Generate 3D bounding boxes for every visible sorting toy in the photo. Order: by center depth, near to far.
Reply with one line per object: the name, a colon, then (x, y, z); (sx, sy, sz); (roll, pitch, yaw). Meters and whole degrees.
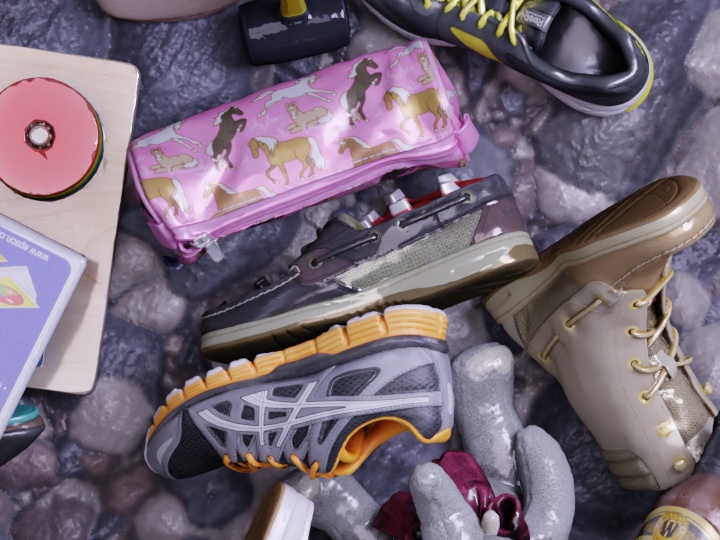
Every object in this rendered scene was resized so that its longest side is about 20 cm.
sorting toy: (-0.242, -0.039, 1.645); (0.199, 0.070, 0.200); (8, 88, -1)

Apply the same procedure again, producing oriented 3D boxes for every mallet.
mallet: (-0.050, -0.166, 1.593); (0.066, 0.200, 0.041); (-15, 73, 4)

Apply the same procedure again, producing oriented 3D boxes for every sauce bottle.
sauce bottle: (0.176, 0.165, 1.543); (0.065, 0.065, 0.201); (27, 68, -1)

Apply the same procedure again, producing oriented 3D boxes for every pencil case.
pencil case: (-0.035, -0.069, 1.645); (0.199, 0.083, 0.087); (-21, 86, -3)

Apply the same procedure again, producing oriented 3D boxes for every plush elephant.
plush elephant: (0.057, 0.161, 1.603); (0.164, 0.155, 0.201); (-27, 89, -2)

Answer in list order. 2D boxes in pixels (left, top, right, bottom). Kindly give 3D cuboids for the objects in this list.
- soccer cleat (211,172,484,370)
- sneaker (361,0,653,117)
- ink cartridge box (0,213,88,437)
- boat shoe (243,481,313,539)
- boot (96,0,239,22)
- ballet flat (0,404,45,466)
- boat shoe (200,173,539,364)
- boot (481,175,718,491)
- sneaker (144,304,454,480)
soccer cleat: (0.005, 0.016, 1.655); (0.199, 0.069, 0.085); (-32, 98, 1)
sneaker: (0.086, -0.157, 1.649); (0.199, 0.085, 0.075); (23, 87, -1)
ink cartridge box: (-0.284, 0.038, 1.586); (0.197, 0.047, 0.201); (27, 89, -2)
boat shoe: (-0.046, 0.222, 1.594); (0.069, 0.071, 0.201); (12, 91, -7)
boot: (-0.065, -0.203, 1.616); (0.199, 0.146, 0.070); (-26, 90, -2)
ballet flat: (-0.281, 0.115, 1.646); (0.199, 0.068, 0.069); (-1, 98, 5)
boat shoe: (0.000, 0.000, 1.591); (0.200, 0.072, 0.066); (-18, 75, 14)
boot: (0.167, 0.041, 1.599); (0.073, 0.200, 0.156); (-35, 90, -35)
sneaker: (-0.035, 0.085, 1.582); (0.199, 0.078, 0.078); (-23, 75, 26)
